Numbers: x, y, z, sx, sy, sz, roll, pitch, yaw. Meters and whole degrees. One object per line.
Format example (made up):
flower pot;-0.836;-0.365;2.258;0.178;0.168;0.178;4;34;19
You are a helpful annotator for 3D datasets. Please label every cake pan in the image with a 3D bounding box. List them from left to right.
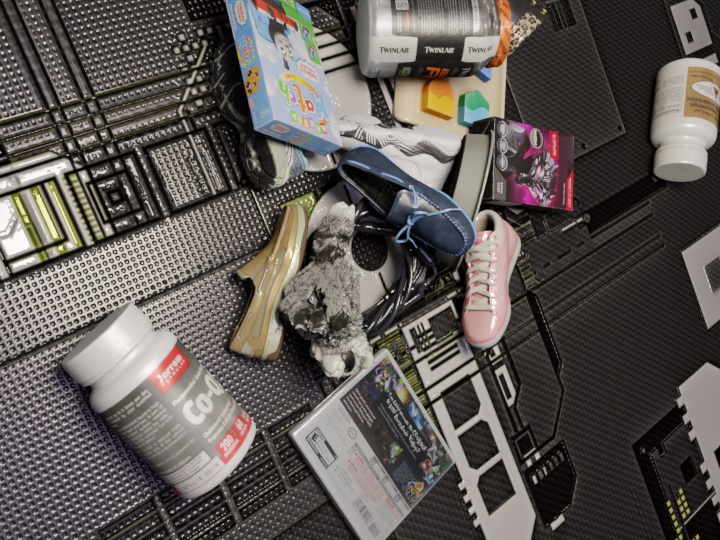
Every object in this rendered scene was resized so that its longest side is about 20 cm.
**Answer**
cake pan;0.138;-0.098;0.962;0.036;0.200;0.203;15;75;1

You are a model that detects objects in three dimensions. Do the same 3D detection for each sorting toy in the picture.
sorting toy;0.145;-0.296;1.067;0.198;0.036;0.188;9;80;-29

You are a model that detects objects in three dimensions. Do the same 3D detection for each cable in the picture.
cable;0.000;0.000;0.918;0.199;0.051;0.164;-33;107;-13

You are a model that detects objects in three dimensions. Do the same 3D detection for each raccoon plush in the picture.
raccoon plush;-0.013;0.035;0.862;0.202;0.096;0.134;-63;145;-19

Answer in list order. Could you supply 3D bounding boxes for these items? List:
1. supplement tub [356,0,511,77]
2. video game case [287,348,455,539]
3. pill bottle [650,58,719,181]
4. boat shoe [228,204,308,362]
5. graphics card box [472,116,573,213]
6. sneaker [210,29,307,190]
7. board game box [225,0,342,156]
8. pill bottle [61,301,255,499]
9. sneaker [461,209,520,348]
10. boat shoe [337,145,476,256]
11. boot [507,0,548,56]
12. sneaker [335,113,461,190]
supplement tub;0.098;-0.330;0.962;0.197;0.122;0.124;-3;86;-9
video game case;0.021;0.241;0.944;0.181;0.023;0.201;-38;103;-28
pill bottle;0.597;-0.274;1.286;0.113;0.114;0.203;18;76;-27
boat shoe;-0.118;0.008;0.865;0.075;0.072;0.203;14;76;-13
graphics card box;0.258;-0.161;1.094;0.198;0.051;0.127;4;88;-36
sneaker;-0.126;-0.205;0.889;0.086;0.077;0.202;-22;97;-49
board game box;-0.095;-0.254;0.861;0.151;0.036;0.203;6;68;-61
pill bottle;-0.218;0.140;0.760;0.114;0.113;0.201;-47;108;-26
sneaker;0.176;0.004;1.015;0.105;0.075;0.202;44;56;-44
boat shoe;0.050;-0.077;0.876;0.199;0.085;0.069;33;36;16
boot;0.236;-0.447;1.101;0.151;0.073;0.200;45;68;-5
sneaker;0.032;-0.143;0.955;0.197;0.075;0.116;8;115;-1
